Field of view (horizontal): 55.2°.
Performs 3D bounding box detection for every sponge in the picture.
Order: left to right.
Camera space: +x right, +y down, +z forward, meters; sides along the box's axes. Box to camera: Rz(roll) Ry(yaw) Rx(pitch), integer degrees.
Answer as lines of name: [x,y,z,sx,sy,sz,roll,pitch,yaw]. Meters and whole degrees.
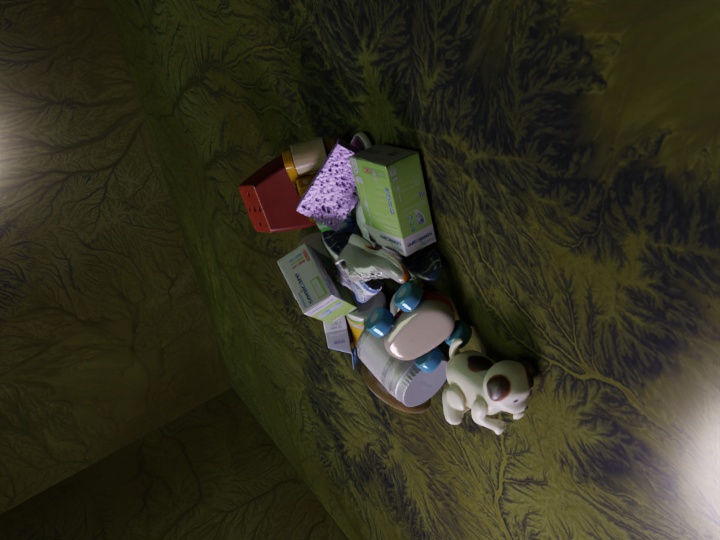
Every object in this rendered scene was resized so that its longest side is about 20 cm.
sponge: [-0.051,-0.189,1.550,0.200,0.111,0.030,-53,18,32]

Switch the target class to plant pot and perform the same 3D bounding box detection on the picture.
plant pot: [-0.216,-0.201,1.888,0.199,0.175,0.202,10,123,61]
plant pot: [0.096,0.283,1.749,0.200,0.199,0.028,46,119,35]

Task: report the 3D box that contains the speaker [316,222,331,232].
speaker: [-0.102,-0.199,1.763,0.088,0.088,0.202,-7,108,65]

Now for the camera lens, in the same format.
camera lens: [0.099,0.208,1.666,0.200,0.159,0.161,45,151,36]

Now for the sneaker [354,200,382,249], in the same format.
sneaker: [0.034,-0.095,1.613,0.080,0.070,0.202,3,110,62]

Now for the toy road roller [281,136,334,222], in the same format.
toy road roller: [-0.099,-0.206,1.621,0.200,0.122,0.147,72,-176,-70]

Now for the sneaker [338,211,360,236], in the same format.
sneaker: [-0.044,-0.055,1.722,0.078,0.090,0.201,15,142,2]

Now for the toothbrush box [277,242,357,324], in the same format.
toothbrush box: [-0.100,0.036,1.646,0.146,0.086,0.200,61,-170,18]

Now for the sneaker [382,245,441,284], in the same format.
sneaker: [0.122,-0.016,1.520,0.200,0.077,0.086,45,161,52]

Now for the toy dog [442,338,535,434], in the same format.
toy dog: [0.270,0.228,1.393,0.199,0.138,0.196,-8,93,62]

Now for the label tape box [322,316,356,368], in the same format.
label tape box: [-0.058,0.154,1.820,0.143,0.065,0.202,-47,-53,-86]

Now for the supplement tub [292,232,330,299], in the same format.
supplement tub: [-0.119,0.001,1.928,0.145,0.144,0.201,52,155,24]

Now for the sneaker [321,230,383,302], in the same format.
sneaker: [-0.036,-0.006,1.603,0.201,0.077,0.085,52,135,22]

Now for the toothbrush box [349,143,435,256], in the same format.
toothbrush box: [0.067,-0.150,1.442,0.145,0.086,0.202,26,136,55]

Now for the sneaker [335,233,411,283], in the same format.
sneaker: [0.024,-0.002,1.481,0.199,0.092,0.076,30,168,46]

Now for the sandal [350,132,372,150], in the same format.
sandal: [-0.021,-0.245,1.591,0.083,0.049,0.203,55,155,20]

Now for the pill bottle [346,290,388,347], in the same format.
pill bottle: [0.028,0.148,1.802,0.111,0.111,0.201,41,156,41]

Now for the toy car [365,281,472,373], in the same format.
toy car: [0.126,0.085,1.534,0.184,0.177,0.201,36,-152,-21]
